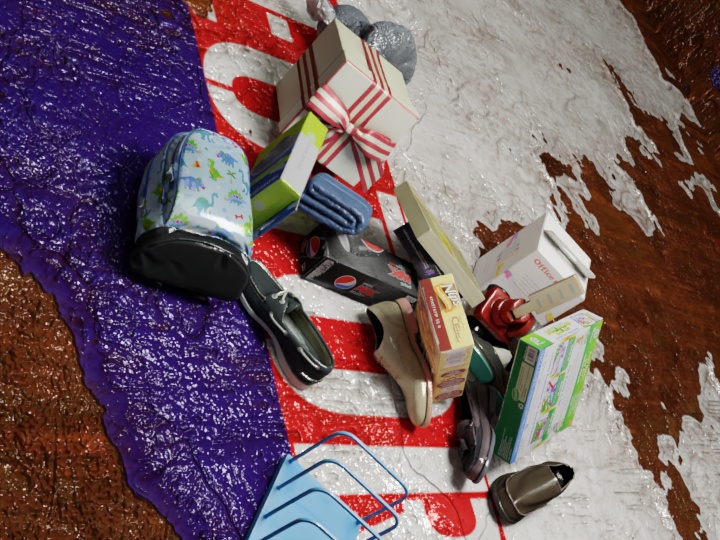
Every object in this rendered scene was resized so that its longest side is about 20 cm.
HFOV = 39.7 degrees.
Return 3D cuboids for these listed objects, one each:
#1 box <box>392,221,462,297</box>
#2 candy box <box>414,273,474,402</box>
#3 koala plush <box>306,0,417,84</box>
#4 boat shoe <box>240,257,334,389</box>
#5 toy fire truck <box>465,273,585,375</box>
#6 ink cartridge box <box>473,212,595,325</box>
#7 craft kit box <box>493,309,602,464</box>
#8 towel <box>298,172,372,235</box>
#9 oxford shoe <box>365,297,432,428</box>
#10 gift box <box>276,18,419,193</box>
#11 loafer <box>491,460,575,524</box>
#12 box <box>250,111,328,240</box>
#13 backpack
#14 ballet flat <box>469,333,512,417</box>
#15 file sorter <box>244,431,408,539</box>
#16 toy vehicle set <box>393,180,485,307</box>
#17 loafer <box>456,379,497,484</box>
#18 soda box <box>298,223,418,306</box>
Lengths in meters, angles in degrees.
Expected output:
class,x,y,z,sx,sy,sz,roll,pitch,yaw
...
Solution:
class,x,y,z,sx,sy,sz,roll,pitch,yaw
box,0.118,-0.010,1.637,0.144,0.036,0.200,59,12,5
candy box,0.120,0.104,1.485,0.054,0.201,0.117,-11,63,-6
koala plush,-0.010,-0.401,1.773,0.176,0.184,0.201,16,34,-50
boat shoe,-0.101,0.061,1.360,0.201,0.060,0.075,56,35,2
toy fire truck,0.293,0.091,1.650,0.176,0.199,0.129,45,69,-14
ink cartridge box,0.308,0.009,1.766,0.129,0.199,0.126,44,36,-14
craft kit box,0.292,0.178,1.555,0.048,0.203,0.196,28,28,36
towel,-0.036,-0.098,1.505,0.111,0.049,0.200,33,9,-2
oxford shoe,0.056,0.141,1.493,0.073,0.071,0.202,-5,64,-22
gift box,-0.028,-0.251,1.608,0.183,0.200,0.188,28,27,-27
loafer,0.275,0.335,1.570,0.199,0.071,0.074,-14,72,-53
box,-0.121,-0.133,1.443,0.048,0.121,0.201,43,36,-21
backpack,-0.213,-0.084,1.298,0.162,0.154,0.201,20,34,-30
ballet flat,0.228,0.177,1.647,0.068,0.068,0.202,-31,94,-28
file sorter,-0.041,0.312,1.172,0.139,0.122,0.201,44,37,-14
toy vehicle set,0.127,-0.041,1.598,0.200,0.026,0.125,48,15,-42
loafer,0.169,0.244,1.538,0.062,0.072,0.201,26,34,-6
soda box,0.000,0.000,1.529,0.199,0.063,0.072,24,45,-37
